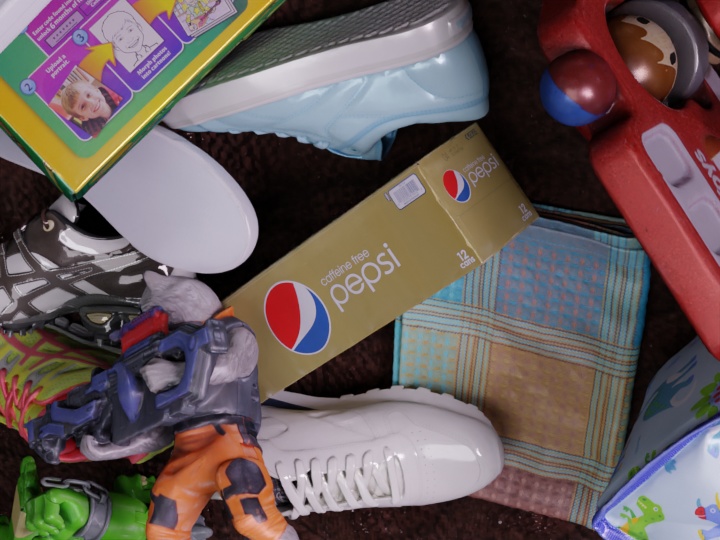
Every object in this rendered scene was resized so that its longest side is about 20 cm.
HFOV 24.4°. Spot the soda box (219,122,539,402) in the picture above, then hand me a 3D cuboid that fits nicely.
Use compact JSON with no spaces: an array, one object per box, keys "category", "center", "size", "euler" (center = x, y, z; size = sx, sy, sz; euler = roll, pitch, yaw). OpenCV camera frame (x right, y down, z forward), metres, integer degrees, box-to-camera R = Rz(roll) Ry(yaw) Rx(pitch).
[{"category":"soda box","center":[0.000,0.000,0.926],"size":[0.200,0.068,0.064],"euler":[-33,92,41]}]

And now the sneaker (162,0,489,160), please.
[{"category":"sneaker","center":[-0.022,-0.089,0.910],"size":[0.199,0.074,0.082],"euler":[-8,118,31]}]

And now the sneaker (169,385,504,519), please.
[{"category":"sneaker","center":[-0.015,0.116,0.982],"size":[0.199,0.081,0.077],"euler":[-1,112,18]}]

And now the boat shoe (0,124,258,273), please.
[{"category":"boat shoe","center":[-0.138,-0.066,0.962],"size":[0.199,0.057,0.069],"euler":[30,109,14]}]

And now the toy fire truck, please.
[{"category":"toy fire truck","center":[0.151,-0.066,0.786],"size":[0.112,0.168,0.201],"euler":[-32,88,31]}]

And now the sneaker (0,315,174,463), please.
[{"category":"sneaker","center":[-0.196,0.079,1.051],"size":[0.199,0.090,0.079],"euler":[4,117,20]}]

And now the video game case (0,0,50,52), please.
[{"category":"video game case","center":[-0.154,-0.227,0.793],"size":[0.200,0.023,0.182],"euler":[-44,60,8]}]

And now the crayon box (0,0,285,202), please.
[{"category":"crayon box","center":[-0.119,-0.147,0.863],"size":[0.200,0.058,0.119],"euler":[-44,95,-6]}]

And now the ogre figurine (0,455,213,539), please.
[{"category":"ogre figurine","center":[-0.172,0.180,1.072],"size":[0.119,0.098,0.200],"euler":[10,135,-19]}]

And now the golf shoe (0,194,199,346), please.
[{"category":"golf shoe","center":[-0.191,-0.008,1.024],"size":[0.199,0.078,0.095],"euler":[2,105,13]}]

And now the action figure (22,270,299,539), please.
[{"category":"action figure","center":[-0.101,0.097,0.936],"size":[0.200,0.104,0.195],"euler":[-16,80,48]}]

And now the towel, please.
[{"category":"towel","center":[0.088,0.052,0.965],"size":[0.146,0.022,0.201],"euler":[12,119,17]}]

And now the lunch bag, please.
[{"category":"lunch bag","center":[0.231,0.063,0.825],"size":[0.127,0.170,0.200],"euler":[39,121,0]}]
